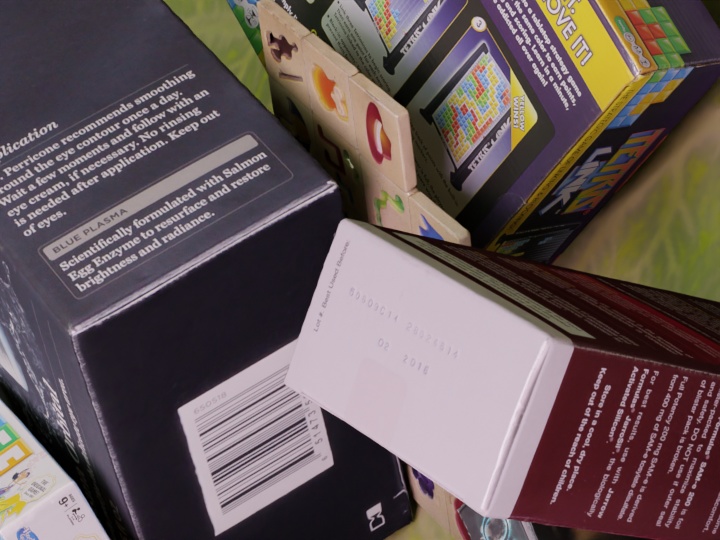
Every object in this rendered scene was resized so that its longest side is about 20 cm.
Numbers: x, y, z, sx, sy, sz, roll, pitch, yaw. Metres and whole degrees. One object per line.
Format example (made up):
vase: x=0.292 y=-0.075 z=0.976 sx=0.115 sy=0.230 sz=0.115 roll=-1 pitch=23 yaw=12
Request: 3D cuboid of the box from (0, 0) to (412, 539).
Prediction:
box: x=-0.090 y=0.007 z=1.113 sx=0.200 sy=0.117 sz=0.197 roll=47 pitch=159 yaw=40

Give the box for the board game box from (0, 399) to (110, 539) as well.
board game box: x=-0.100 y=0.143 z=1.112 sx=0.034 sy=0.201 sz=0.134 roll=-34 pitch=28 yaw=-12

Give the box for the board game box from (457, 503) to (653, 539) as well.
board game box: x=0.118 y=0.159 z=0.911 sx=0.028 sy=0.135 sz=0.201 roll=-45 pitch=51 yaw=31

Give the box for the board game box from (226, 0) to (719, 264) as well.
board game box: x=0.032 y=-0.105 z=1.078 sx=0.165 sy=0.056 sz=0.201 roll=-49 pitch=62 yaw=42

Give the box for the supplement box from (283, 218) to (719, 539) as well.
supplement box: x=0.086 y=0.043 z=0.925 sx=0.109 sy=0.199 sz=0.061 roll=31 pitch=104 yaw=47

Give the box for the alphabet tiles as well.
alphabet tiles: x=0.000 y=0.000 z=1.089 sx=0.167 sy=0.008 sz=0.201 roll=43 pitch=149 yaw=45
